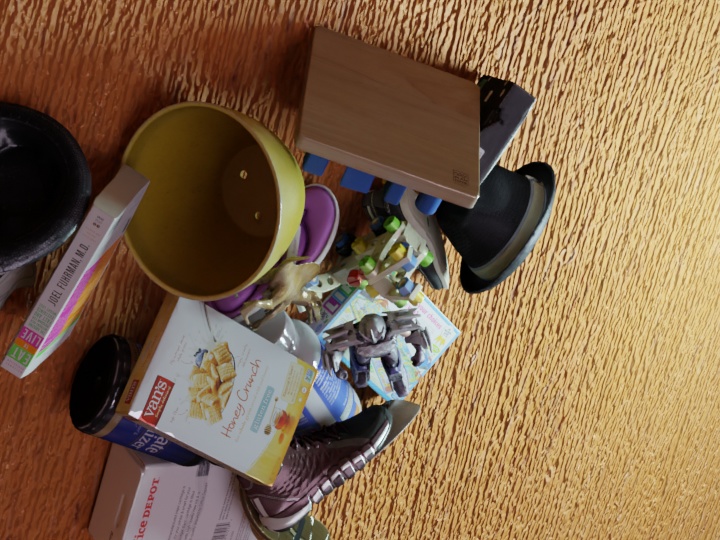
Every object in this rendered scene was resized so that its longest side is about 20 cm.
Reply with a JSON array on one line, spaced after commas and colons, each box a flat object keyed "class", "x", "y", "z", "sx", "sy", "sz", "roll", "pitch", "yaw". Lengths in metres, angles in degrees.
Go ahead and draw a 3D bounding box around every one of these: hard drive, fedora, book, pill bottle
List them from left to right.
[{"class": "fedora", "x": -0.359, "y": -0.064, "z": 1.370, "sx": 0.199, "sy": 0.202, "sz": 0.092, "roll": -26, "pitch": 163, "yaw": -22}, {"class": "book", "x": -0.285, "y": 0.001, "z": 1.433, "sx": 0.048, "sy": 0.134, "sz": 0.201, "roll": 32, "pitch": 110, "yaw": -6}, {"class": "pill bottle", "x": -0.215, "y": 0.154, "z": 1.599, "sx": 0.199, "sy": 0.112, "sz": 0.113, "roll": 24, "pitch": 101, "yaw": -32}, {"class": "pill bottle", "x": -0.084, "y": 0.129, "z": 1.706, "sx": 0.112, "sy": 0.112, "sz": 0.201, "roll": -40, "pitch": 134, "yaw": -10}, {"class": "hard drive", "x": 0.134, "y": -0.155, "z": 1.646, "sx": 0.038, "sy": 0.200, "sz": 0.140, "roll": 33, "pitch": 95, "yaw": -11}, {"class": "fedora", "x": 0.149, "y": -0.071, "z": 1.727, "sx": 0.091, "sy": 0.201, "sz": 0.202, "roll": 32, "pitch": 96, "yaw": -15}]

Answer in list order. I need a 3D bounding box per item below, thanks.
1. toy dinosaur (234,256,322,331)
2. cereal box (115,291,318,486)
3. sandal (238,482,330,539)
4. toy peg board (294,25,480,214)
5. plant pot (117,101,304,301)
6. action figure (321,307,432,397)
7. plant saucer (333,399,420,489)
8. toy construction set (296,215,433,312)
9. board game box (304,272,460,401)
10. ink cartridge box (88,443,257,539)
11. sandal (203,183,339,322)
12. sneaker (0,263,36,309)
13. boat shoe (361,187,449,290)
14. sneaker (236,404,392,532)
[{"class": "toy dinosaur", "x": -0.089, "y": 0.014, "z": 1.553, "sx": 0.100, "sy": 0.059, "sz": 0.200, "roll": -26, "pitch": 161, "yaw": -4}, {"class": "cereal box", "x": -0.152, "y": 0.130, "z": 1.551, "sx": 0.199, "sy": 0.039, "sz": 0.145, "roll": 31, "pitch": 72, "yaw": -31}, {"class": "sandal", "x": -0.099, "y": 0.303, "z": 1.725, "sx": 0.201, "sy": 0.053, "sz": 0.081, "roll": 56, "pitch": 47, "yaw": -41}, {"class": "toy peg board", "x": 0.020, "y": -0.139, "z": 1.535, "sx": 0.198, "sy": 0.200, "sz": 0.098, "roll": 18, "pitch": 132, "yaw": -11}, {"class": "plant pot", "x": -0.136, "y": -0.078, "z": 1.504, "sx": 0.142, "sy": 0.199, "sz": 0.202, "roll": -15, "pitch": 130, "yaw": -63}, {"class": "action figure", "x": 0.020, "y": 0.095, "z": 1.670, "sx": 0.128, "sy": 0.070, "sz": 0.200, "roll": -3, "pitch": 162, "yaw": 3}, {"class": "plant saucer", "x": -0.009, "y": 0.224, "z": 1.804, "sx": 0.200, "sy": 0.200, "sz": 0.032, "roll": -41, "pitch": 91, "yaw": -10}, {"class": "toy construction set", "x": 0.000, "y": 0.000, "z": 1.663, "sx": 0.092, "sy": 0.198, "sz": 0.132, "roll": 55, "pitch": 40, "yaw": -34}, {"class": "board game box", "x": 0.031, "y": 0.075, "z": 1.815, "sx": 0.135, "sy": 0.034, "sz": 0.200, "roll": -48, "pitch": 135, "yaw": -3}, {"class": "ink cartridge box", "x": -0.210, "y": 0.268, "z": 1.714, "sx": 0.198, "sy": 0.084, "sz": 0.147, "roll": 2, "pitch": 115, "yaw": -39}, {"class": "sandal", "x": -0.100, "y": -0.014, "z": 1.620, "sx": 0.203, "sy": 0.082, "sz": 0.050, "roll": -48, "pitch": 167, "yaw": -1}, {"class": "sneaker", "x": -0.410, "y": 0.039, "z": 1.431, "sx": 0.199, "sy": 0.075, "sz": 0.081, "roll": -39, "pitch": 142, "yaw": -11}, {"class": "boat shoe", "x": 0.062, "y": -0.040, "z": 1.760, "sx": 0.067, "sy": 0.073, "sz": 0.200, "roll": -14, "pitch": 144, "yaw": 17}, {"class": "sneaker", "x": -0.060, "y": 0.198, "z": 1.651, "sx": 0.200, "sy": 0.075, "sz": 0.116, "roll": -42, "pitch": 107, "yaw": -18}]
